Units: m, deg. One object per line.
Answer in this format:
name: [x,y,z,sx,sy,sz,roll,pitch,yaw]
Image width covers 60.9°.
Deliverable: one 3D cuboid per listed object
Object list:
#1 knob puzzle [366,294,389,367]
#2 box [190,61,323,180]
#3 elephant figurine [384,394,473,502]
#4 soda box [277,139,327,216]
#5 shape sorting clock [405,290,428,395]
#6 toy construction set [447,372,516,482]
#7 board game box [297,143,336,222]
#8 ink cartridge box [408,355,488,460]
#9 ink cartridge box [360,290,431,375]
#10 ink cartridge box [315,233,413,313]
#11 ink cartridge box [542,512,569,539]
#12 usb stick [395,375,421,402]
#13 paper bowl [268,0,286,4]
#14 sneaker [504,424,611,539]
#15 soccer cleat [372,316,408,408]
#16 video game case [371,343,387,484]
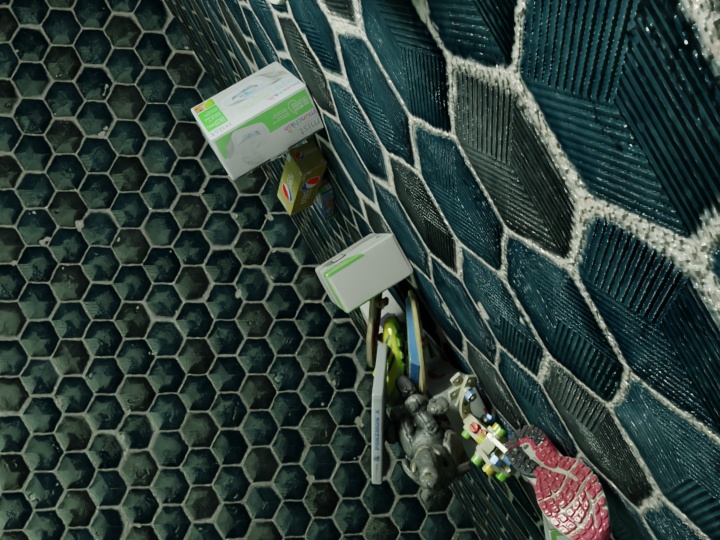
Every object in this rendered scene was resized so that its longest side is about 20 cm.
knob puzzle: [0.039,0.111,1.300,0.220,0.030,0.223,5,-90,-84]
box: [-0.197,-0.285,1.158,0.177,0.198,0.097,51,170,50]
elephant figurine: [0.122,0.328,1.059,0.201,0.153,0.143,-113,39,-51]
soda box: [-0.134,-0.204,1.378,0.064,0.067,0.200,57,156,10]
shape sorting clock: [0.111,0.139,1.185,0.200,0.039,0.203,-3,-90,-87]
toy construction set: [0.211,0.275,1.052,0.131,0.092,0.201,33,-160,-39]
board game box: [-0.113,-0.212,1.522,0.136,0.034,0.200,57,173,10]
ink cartridge box: [0.187,0.274,1.246,0.146,0.083,0.200,61,173,-8]
ink cartridge box: [0.088,0.165,1.479,0.201,0.084,0.145,55,172,34]
ink cartridge box: [0.000,0.000,1.172,0.085,0.144,0.200,59,172,-8]
ink cartridge box: [0.307,0.462,0.877,0.104,0.058,0.203,28,-124,-76]
usb stick: [0.119,0.275,1.190,0.055,0.032,0.201,45,170,51]
paper bowl: [-0.073,-0.332,0.487,0.202,0.104,0.201,57,172,12]
sneaker: [0.265,0.277,0.794,0.075,0.081,0.200,46,-175,-20]
soccer cleat: [0.060,0.195,1.264,0.065,0.082,0.203,-49,-48,-67]
video game case: [0.037,0.264,1.160,0.200,0.022,0.185,-77,-12,-71]
